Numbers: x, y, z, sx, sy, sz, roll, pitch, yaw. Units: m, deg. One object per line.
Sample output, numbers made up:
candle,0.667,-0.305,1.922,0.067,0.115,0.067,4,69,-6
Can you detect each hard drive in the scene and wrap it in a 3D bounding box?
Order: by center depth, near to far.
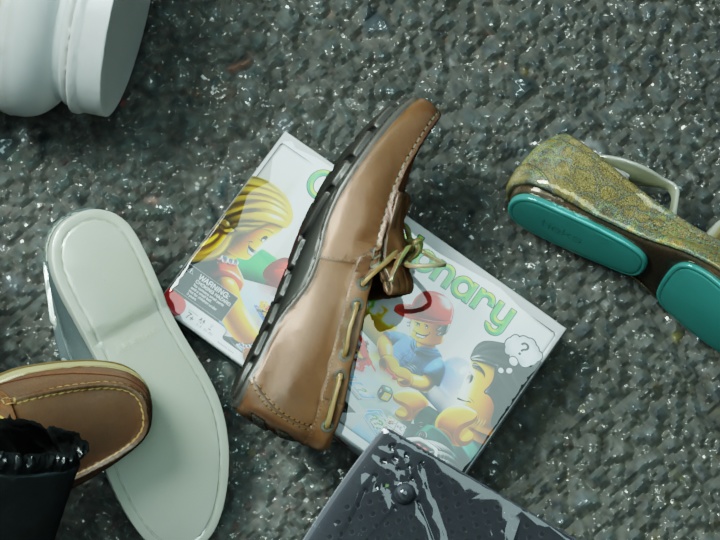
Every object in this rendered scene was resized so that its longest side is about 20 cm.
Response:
hard drive,0.016,0.199,1.040,0.135,0.042,0.200,30,93,4

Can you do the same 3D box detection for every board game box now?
board game box,0.000,0.029,1.093,0.200,0.035,0.126,35,80,5

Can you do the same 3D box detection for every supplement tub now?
supplement tub,-0.225,-0.168,1.070,0.200,0.145,0.145,14,79,2

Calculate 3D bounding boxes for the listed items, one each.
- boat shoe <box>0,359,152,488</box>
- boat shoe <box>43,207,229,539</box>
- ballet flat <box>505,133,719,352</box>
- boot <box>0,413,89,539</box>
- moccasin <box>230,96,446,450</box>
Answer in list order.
boat shoe,-0.201,0.100,0.987,0.200,0.068,0.072,-14,105,-14
boat shoe,-0.128,0.061,1.070,0.073,0.062,0.200,-22,100,-20
ballet flat,0.179,-0.014,1.094,0.200,0.071,0.071,32,80,5
boot,-0.171,0.155,0.953,0.198,0.073,0.163,6,105,-34
moccasin,0.000,0.000,1.045,0.078,0.074,0.202,24,75,-6
